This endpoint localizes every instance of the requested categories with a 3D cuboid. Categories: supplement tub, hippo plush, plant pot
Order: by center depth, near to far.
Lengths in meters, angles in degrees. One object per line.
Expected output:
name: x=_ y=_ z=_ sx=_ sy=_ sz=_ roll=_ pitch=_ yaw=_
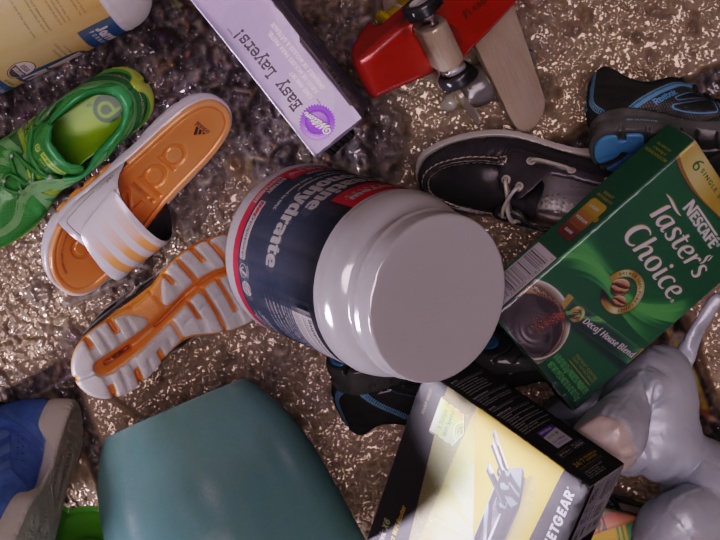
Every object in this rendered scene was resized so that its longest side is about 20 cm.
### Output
supplement tub: x=0.000 y=0.000 z=1.086 sx=0.140 sy=0.200 sz=0.141 roll=-9 pitch=107 yaw=-34
supplement tub: x=-0.250 y=-0.231 z=1.099 sx=0.199 sy=0.145 sz=0.145 roll=-25 pitch=97 yaw=5
plant pot: x=-0.118 y=0.183 z=1.140 sx=0.200 sy=0.201 sz=0.162 roll=-24 pitch=87 yaw=5
hippo plush: x=0.234 y=0.155 z=1.147 sx=0.200 sy=0.159 sz=0.161 roll=-40 pitch=95 yaw=-34

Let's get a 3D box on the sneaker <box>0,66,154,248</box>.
sneaker: x=-0.255 y=-0.093 z=1.152 sx=0.200 sy=0.084 sz=0.074 roll=-42 pitch=96 yaw=8

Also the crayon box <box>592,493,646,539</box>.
crayon box: x=0.147 y=0.264 z=1.208 sx=0.199 sy=0.058 sz=0.173 roll=14 pitch=99 yaw=-1

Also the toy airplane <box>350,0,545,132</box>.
toy airplane: x=0.076 y=-0.220 z=1.111 sx=0.198 sy=0.141 sz=0.201 roll=7 pitch=90 yaw=-38

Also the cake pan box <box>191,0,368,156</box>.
cake pan box: x=-0.067 y=-0.178 z=1.083 sx=0.052 sy=0.184 sz=0.200 roll=-38 pitch=98 yaw=9

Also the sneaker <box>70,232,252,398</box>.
sneaker: x=-0.154 y=0.028 z=1.176 sx=0.199 sy=0.077 sz=0.079 roll=-31 pitch=102 yaw=-12

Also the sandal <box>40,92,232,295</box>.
sandal: x=-0.177 y=-0.056 z=1.153 sx=0.207 sy=0.059 sz=0.079 roll=-48 pitch=132 yaw=7

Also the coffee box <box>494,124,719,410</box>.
coffee box: x=0.200 y=-0.002 z=1.093 sx=0.200 sy=0.044 sz=0.123 roll=-40 pitch=120 yaw=0

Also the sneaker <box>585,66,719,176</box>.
sneaker: x=0.273 y=-0.119 z=1.138 sx=0.199 sy=0.073 sz=0.082 roll=7 pitch=55 yaw=-17

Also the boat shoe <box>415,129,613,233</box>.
boat shoe: x=0.143 y=-0.063 z=1.149 sx=0.199 sy=0.060 sz=0.074 roll=8 pitch=129 yaw=-2

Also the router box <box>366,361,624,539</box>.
router box: x=0.095 y=0.188 z=1.094 sx=0.157 sy=0.052 sz=0.201 roll=34 pitch=123 yaw=29

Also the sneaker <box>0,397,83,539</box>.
sneaker: x=-0.300 y=0.178 z=1.146 sx=0.111 sy=0.200 sz=0.077 roll=1 pitch=130 yaw=6

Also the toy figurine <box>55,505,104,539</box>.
toy figurine: x=-0.294 y=0.298 z=1.211 sx=0.199 sy=0.150 sz=0.185 roll=3 pitch=114 yaw=-23

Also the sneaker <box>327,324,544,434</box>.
sneaker: x=0.074 y=0.085 z=1.181 sx=0.199 sy=0.073 sz=0.082 roll=-6 pitch=125 yaw=0
